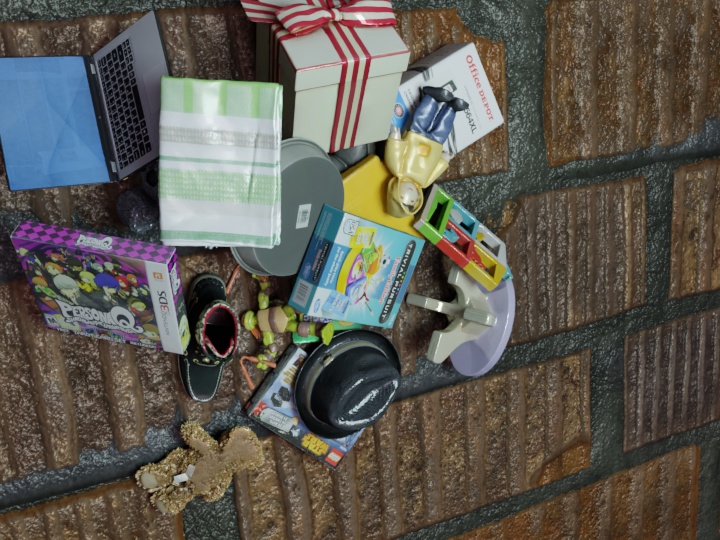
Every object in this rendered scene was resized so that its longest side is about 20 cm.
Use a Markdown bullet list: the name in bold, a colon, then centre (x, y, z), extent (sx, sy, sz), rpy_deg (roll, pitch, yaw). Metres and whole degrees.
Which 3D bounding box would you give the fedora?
- **fedora**: centre (-0.004, 0.196, 1.129), extent (0.199, 0.092, 0.202), rpy_deg (-6, 104, -25)

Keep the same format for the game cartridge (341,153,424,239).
- **game cartridge**: centre (-0.011, -0.060, 1.088), extent (0.200, 0.032, 0.177), rpy_deg (-38, 120, -15)

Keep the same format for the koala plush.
- **koala plush**: centre (-0.221, -0.126, 0.938), extent (0.183, 0.200, 0.179), rpy_deg (4, 100, -26)

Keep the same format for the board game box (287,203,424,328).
- **board game box**: centre (0.000, 0.000, 1.033), extent (0.199, 0.047, 0.152), rpy_deg (14, 99, -50)

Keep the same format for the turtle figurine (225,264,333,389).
- **turtle figurine**: centre (-0.124, 0.085, 1.086), extent (0.160, 0.064, 0.201), rpy_deg (-3, 92, 20)

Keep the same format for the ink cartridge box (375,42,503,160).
- **ink cartridge box**: centre (0.114, -0.258, 1.126), extent (0.200, 0.084, 0.146), rpy_deg (-34, 114, -13)

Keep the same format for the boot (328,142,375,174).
- **boot**: centre (-0.076, -0.167, 1.078), extent (0.199, 0.073, 0.183), rpy_deg (-11, 105, -15)

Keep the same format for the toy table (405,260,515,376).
- **toy table**: centre (0.179, 0.077, 1.194), extent (0.117, 0.183, 0.201), rpy_deg (16, 77, -42)

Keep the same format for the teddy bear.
- **teddy bear**: centre (-0.255, 0.309, 1.109), extent (0.200, 0.067, 0.145), rpy_deg (-43, 106, -3)

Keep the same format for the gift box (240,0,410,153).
- **gift box**: centre (-0.059, -0.294, 0.964), extent (0.184, 0.200, 0.187), rpy_deg (-21, 152, -22)

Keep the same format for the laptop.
- **laptop**: centre (-0.343, -0.214, 0.867), extent (0.116, 0.199, 0.188), rpy_deg (5, 66, -60)

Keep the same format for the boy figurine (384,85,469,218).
- **boy figurine**: centre (0.085, -0.177, 1.051), extent (0.124, 0.064, 0.201), rpy_deg (25, 90, -34)

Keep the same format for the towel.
- **towel**: centre (-0.168, -0.125, 0.833), extent (0.148, 0.031, 0.201), rpy_deg (1, 104, -10)

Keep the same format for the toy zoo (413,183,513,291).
- **toy zoo**: centre (0.181, -0.048, 1.163), extent (0.200, 0.131, 0.020), rpy_deg (40, 126, -9)

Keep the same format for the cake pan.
- **cake pan**: centre (-0.093, -0.079, 0.952), extent (0.200, 0.037, 0.201), rpy_deg (-32, 136, -37)

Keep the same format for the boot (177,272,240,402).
- **boot**: centre (-0.223, 0.118, 1.018), extent (0.073, 0.154, 0.205), rpy_deg (3, 102, -20)

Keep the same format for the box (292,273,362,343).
- **box**: centre (-0.053, 0.023, 1.138), extent (0.117, 0.048, 0.201), rpy_deg (-3, 105, -24)

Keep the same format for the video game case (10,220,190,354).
- **video game case**: centre (-0.328, 0.026, 0.899), extent (0.199, 0.036, 0.182), rpy_deg (10, 136, 3)

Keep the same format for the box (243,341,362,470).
- **box**: centre (-0.079, 0.232, 1.178), extent (0.200, 0.040, 0.137), rpy_deg (40, 83, -27)
